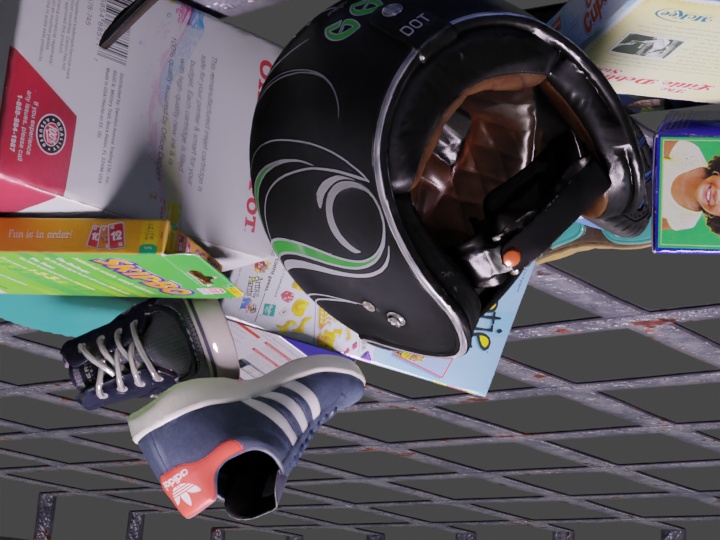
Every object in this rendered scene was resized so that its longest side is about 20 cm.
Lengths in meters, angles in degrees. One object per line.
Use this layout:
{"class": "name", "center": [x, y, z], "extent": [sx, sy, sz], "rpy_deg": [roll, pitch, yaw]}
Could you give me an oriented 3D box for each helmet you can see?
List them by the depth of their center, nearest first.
{"class": "helmet", "center": [0.034, -0.053, 0.852], "extent": [0.199, 0.201, 0.190], "rpy_deg": [12, 178, -25]}

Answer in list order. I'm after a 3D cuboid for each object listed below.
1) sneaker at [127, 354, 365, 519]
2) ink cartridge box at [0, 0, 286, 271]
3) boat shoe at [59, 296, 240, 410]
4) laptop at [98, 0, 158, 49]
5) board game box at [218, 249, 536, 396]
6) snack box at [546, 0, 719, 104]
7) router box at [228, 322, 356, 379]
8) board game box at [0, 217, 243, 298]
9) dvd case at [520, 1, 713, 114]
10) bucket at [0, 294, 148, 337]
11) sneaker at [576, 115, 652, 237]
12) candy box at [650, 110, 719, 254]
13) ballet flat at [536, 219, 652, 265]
{"class": "sneaker", "center": [-0.059, 0.110, 1.016], "extent": [0.075, 0.085, 0.199], "rpy_deg": [-36, 164, 37]}
{"class": "ink cartridge box", "center": [-0.165, -0.086, 0.986], "extent": [0.199, 0.146, 0.144], "rpy_deg": [19, 159, -39]}
{"class": "boat shoe", "center": [-0.143, 0.059, 1.056], "extent": [0.092, 0.075, 0.200], "rpy_deg": [-20, 177, -17]}
{"class": "laptop", "center": [0.008, -0.158, 0.751], "extent": [0.116, 0.200, 0.187], "rpy_deg": [45, 151, -12]}
{"class": "board game box", "center": [0.000, 0.000, 1.103], "extent": [0.199, 0.105, 0.103], "rpy_deg": [18, -173, -19]}
{"class": "snack box", "center": [0.211, -0.129, 0.873], "extent": [0.199, 0.037, 0.116], "rpy_deg": [3, 161, -20]}
{"class": "router box", "center": [-0.115, 0.040, 1.443], "extent": [0.200, 0.049, 0.179], "rpy_deg": [37, 155, -14]}
{"class": "board game box", "center": [-0.174, -0.007, 0.949], "extent": [0.199, 0.030, 0.096], "rpy_deg": [4, 166, 15]}
{"class": "dvd case", "center": [0.121, -0.126, 0.995], "extent": [0.199, 0.018, 0.142], "rpy_deg": [-4, 161, 31]}
{"class": "bucket", "center": [-0.195, -0.033, 1.198], "extent": [0.206, 0.136, 0.207], "rpy_deg": [4, 163, 1]}
{"class": "sneaker", "center": [0.112, -0.078, 1.022], "extent": [0.199, 0.076, 0.077], "rpy_deg": [28, 161, -34]}
{"class": "candy box", "center": [0.282, -0.056, 0.975], "extent": [0.199, 0.078, 0.169], "rpy_deg": [0, -169, 15]}
{"class": "ballet flat", "center": [0.185, -0.049, 1.200], "extent": [0.063, 0.069, 0.199], "rpy_deg": [-19, -174, -42]}
